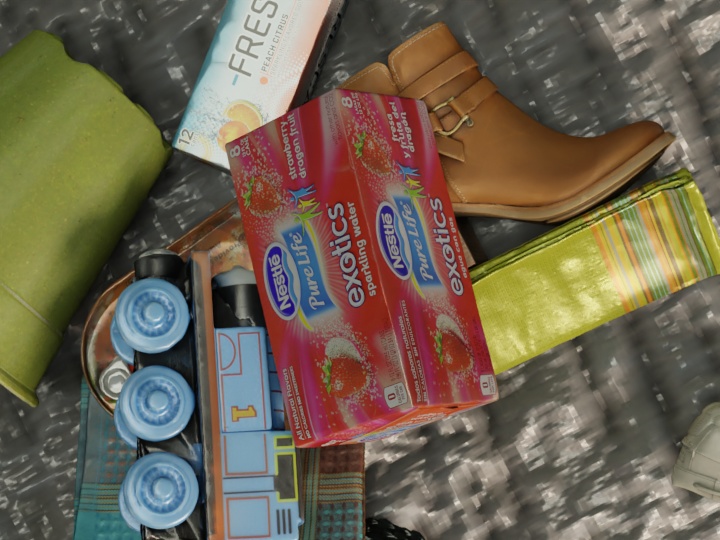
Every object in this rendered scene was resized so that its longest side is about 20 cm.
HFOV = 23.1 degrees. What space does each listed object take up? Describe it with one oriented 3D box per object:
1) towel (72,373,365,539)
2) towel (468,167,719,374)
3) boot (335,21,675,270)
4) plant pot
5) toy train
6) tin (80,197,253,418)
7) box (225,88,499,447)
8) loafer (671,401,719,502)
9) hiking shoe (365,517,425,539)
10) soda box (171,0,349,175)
[{"bbox_3d":[-0.094,0.125,1.164,0.198,0.022,0.148,-5,63,10],"label":"towel"},{"bbox_3d":[0.135,0.010,1.136,0.199,0.018,0.086,-26,124,8],"label":"towel"},{"bbox_3d":[0.088,-0.094,1.144,0.199,0.074,0.156,-26,81,5],"label":"boot"},{"bbox_3d":[-0.225,-0.047,1.149,0.200,0.200,0.190,39,82,8],"label":"plant pot"},{"bbox_3d":[-0.095,0.085,1.096,0.113,0.087,0.202,-2,78,-12],"label":"toy train"},{"bbox_3d":[-0.090,0.029,1.165,0.199,0.042,0.112,-34,76,-7],"label":"tin"},{"bbox_3d":[0.000,0.000,1.087,0.099,0.095,0.202,-22,76,37],"label":"box"},{"bbox_3d":[0.291,0.157,1.109,0.199,0.070,0.070,32,99,16],"label":"loafer"},{"bbox_3d":[-0.042,0.219,1.168,0.198,0.075,0.087,-8,115,4],"label":"hiking shoe"},{"bbox_3d":[-0.055,-0.159,1.171,0.068,0.064,0.201,22,91,7],"label":"soda box"}]
